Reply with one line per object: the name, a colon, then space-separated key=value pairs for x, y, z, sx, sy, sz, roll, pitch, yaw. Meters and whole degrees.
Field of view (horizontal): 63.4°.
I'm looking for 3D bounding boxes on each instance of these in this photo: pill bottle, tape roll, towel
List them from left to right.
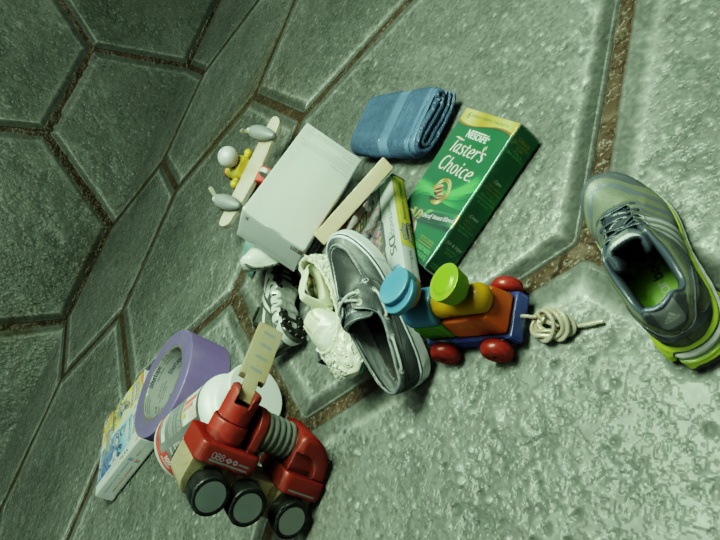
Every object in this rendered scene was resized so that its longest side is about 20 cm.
tape roll: x=-0.329 y=0.220 z=1.076 sx=0.199 sy=0.084 sz=0.204 roll=-34 pitch=41 yaw=35
pill bottle: x=-0.214 y=0.228 z=0.875 sx=0.199 sy=0.115 sz=0.118 roll=-39 pitch=37 yaw=31
towel: x=0.062 y=-0.226 z=0.916 sx=0.199 sy=0.048 sz=0.114 roll=20 pitch=81 yaw=57

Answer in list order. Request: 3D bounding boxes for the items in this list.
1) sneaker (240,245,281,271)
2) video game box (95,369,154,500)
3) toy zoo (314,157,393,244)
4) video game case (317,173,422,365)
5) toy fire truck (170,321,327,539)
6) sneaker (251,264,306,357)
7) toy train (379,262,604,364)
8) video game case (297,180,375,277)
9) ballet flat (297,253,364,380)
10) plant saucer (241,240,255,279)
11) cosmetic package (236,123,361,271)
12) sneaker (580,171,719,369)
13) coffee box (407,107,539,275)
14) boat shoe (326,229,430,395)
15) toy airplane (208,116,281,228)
sneaker: x=-0.133 y=-0.067 z=0.956 sx=0.073 sy=0.088 sz=0.200 roll=-10 pitch=26 yaw=40
video game box: x=-0.493 y=0.346 z=1.244 sx=0.183 sy=0.046 sz=0.201 roll=-48 pitch=34 yaw=15
toy zoo: x=-0.011 y=-0.094 z=0.820 sx=0.131 sy=0.020 sz=0.200 roll=-48 pitch=4 yaw=2
video game case: x=0.000 y=0.000 z=0.780 sx=0.200 sy=0.025 sz=0.184 roll=-43 pitch=38 yaw=38
toy fire truck: x=-0.115 y=0.186 z=0.712 sx=0.128 sy=0.174 sz=0.203 roll=21 pitch=81 yaw=58
sneaker: x=-0.143 y=0.061 z=0.956 sx=0.090 sy=0.066 sz=0.202 roll=-41 pitch=38 yaw=23
toy train: x=0.117 y=0.030 z=0.567 sx=0.198 sy=0.115 sz=0.086 roll=-13 pitch=54 yaw=50
video game case: x=-0.014 y=-0.038 z=0.895 sx=0.184 sy=0.023 sz=0.200 roll=-58 pitch=32 yaw=4
ballet flat: x=-0.047 y=0.053 z=0.736 sx=0.072 sy=0.071 sz=0.202 roll=-44 pitch=38 yaw=23
plant saucer: x=-0.177 y=-0.085 z=1.074 sx=0.200 sy=0.035 sz=0.204 roll=-157 pitch=89 yaw=-82
cosmetic package: x=-0.093 y=-0.116 z=0.907 sx=0.202 sy=0.112 sz=0.081 roll=-58 pitch=3 yaw=-30
sneaker: x=0.230 y=-0.021 z=0.480 sx=0.074 sy=0.080 sz=0.203 roll=-41 pitch=36 yaw=26
coffee box: x=0.121 y=-0.101 z=0.733 sx=0.202 sy=0.044 sz=0.123 roll=-56 pitch=32 yaw=8
boat shoe: x=0.005 y=0.045 z=0.662 sx=0.071 sy=0.067 sz=0.203 roll=-36 pitch=75 yaw=39
toy airplane: x=-0.239 y=-0.213 z=1.243 sx=0.198 sy=0.140 sz=0.203 roll=-37 pitch=38 yaw=30
